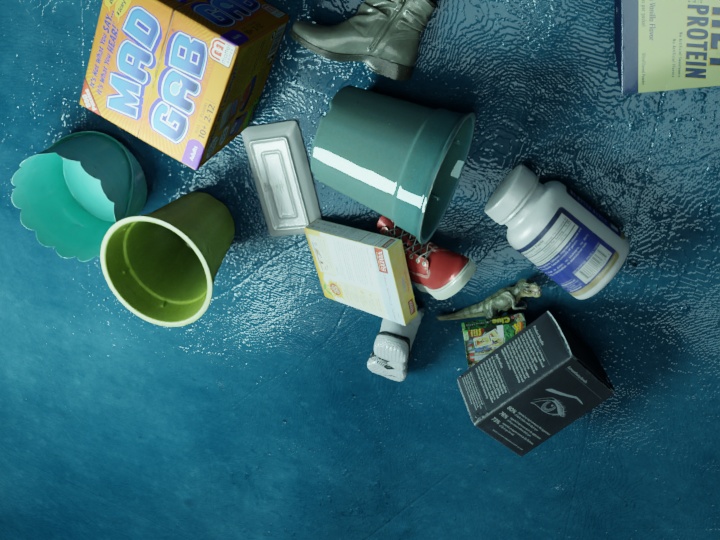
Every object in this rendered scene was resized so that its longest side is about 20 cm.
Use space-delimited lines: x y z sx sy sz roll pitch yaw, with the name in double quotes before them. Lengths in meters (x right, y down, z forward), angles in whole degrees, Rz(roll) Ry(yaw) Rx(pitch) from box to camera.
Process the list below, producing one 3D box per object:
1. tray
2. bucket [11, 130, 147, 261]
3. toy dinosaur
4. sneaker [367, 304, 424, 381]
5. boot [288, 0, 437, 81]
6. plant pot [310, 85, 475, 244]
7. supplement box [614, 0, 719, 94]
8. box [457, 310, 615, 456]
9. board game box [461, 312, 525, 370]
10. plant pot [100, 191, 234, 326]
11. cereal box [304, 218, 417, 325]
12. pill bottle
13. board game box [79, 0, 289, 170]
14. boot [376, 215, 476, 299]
"tray" -0.133 -0.147 1.292 0.106 0.022 0.203 -3 117 20
"bucket" -0.483 -0.136 1.342 0.204 0.135 0.210 8 121 13
"toy dinosaur" 0.231 0.075 1.293 0.198 0.048 0.089 -26 105 33
"sneaker" 0.066 0.119 1.352 0.074 0.116 0.201 20 157 6
"boot" 0.004 -0.366 1.107 0.197 0.068 0.132 17 118 -1
"plant pot" 0.043 -0.170 1.133 0.194 0.200 0.202 23 123 12
"supplement box" 0.410 -0.314 0.918 0.197 0.201 0.136 -2 120 17
"box" 0.284 0.188 1.252 0.199 0.105 0.148 -39 128 18
"board game box" 0.233 0.156 1.306 0.103 0.024 0.202 -12 131 4
"plant pot" -0.303 -0.041 1.307 0.197 0.190 0.203 8 121 14
"cereal box" 0.000 0.000 1.265 0.198 0.039 0.146 17 132 42
"pill bottle" 0.290 -0.062 1.149 0.199 0.120 0.120 38 123 -5
"board game box" -0.255 -0.312 1.130 0.198 0.200 0.201 29 123 0
"boot" 0.092 -0.031 1.199 0.072 0.200 0.145 -45 104 -12
